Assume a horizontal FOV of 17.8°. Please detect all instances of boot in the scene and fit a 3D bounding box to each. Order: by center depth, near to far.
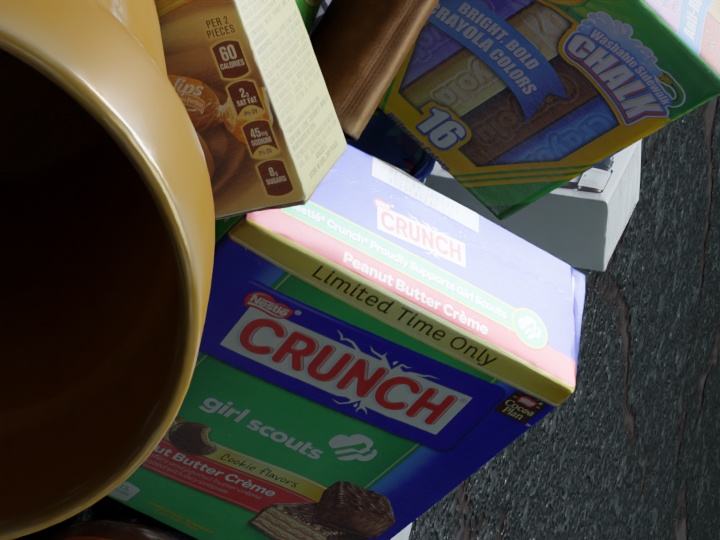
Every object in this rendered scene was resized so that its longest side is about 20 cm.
[{"bbox_3d":[0.023,-0.147,1.041,0.200,0.068,0.188,-60,-159,1],"label":"boot"}]

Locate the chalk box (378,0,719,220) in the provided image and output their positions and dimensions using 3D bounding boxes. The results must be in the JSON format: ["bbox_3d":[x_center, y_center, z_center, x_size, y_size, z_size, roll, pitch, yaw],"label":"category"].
[{"bbox_3d":[0.107,-0.138,1.085,0.124,0.200,0.125,42,46,-19],"label":"chalk box"}]

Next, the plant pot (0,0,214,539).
[{"bbox_3d":[-0.140,-0.042,0.760,0.183,0.199,0.201,-83,172,-58],"label":"plant pot"}]

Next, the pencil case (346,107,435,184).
[{"bbox_3d":[0.033,-0.123,1.213,0.087,0.078,0.200,54,43,-27],"label":"pencil case"}]

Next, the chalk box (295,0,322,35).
[{"bbox_3d":[-0.074,-0.178,0.974,0.125,0.124,0.200,70,33,-57],"label":"chalk box"}]

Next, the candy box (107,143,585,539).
[{"bbox_3d":[-0.027,0.041,1.008,0.200,0.169,0.077,-44,-152,39],"label":"candy box"}]

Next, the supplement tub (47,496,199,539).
[{"bbox_3d":[-0.120,0.188,1.046,0.107,0.107,0.200,81,25,-45],"label":"supplement tub"}]

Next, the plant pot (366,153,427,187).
[{"bbox_3d":[-0.038,0.019,1.061,0.200,0.199,0.028,80,13,-46],"label":"plant pot"}]

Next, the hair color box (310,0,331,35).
[{"bbox_3d":[-0.030,-0.149,1.237,0.200,0.060,0.100,20,80,-73],"label":"hair color box"}]

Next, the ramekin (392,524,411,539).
[{"bbox_3d":[-0.033,0.104,1.300,0.202,0.094,0.203,9,90,-72],"label":"ramekin"}]

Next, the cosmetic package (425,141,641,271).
[{"bbox_3d":[0.054,-0.055,1.316,0.083,0.199,0.051,-57,151,-54],"label":"cosmetic package"}]

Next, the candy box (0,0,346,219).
[{"bbox_3d":[-0.094,-0.114,0.861,0.200,0.115,0.055,69,26,-21],"label":"candy box"}]
